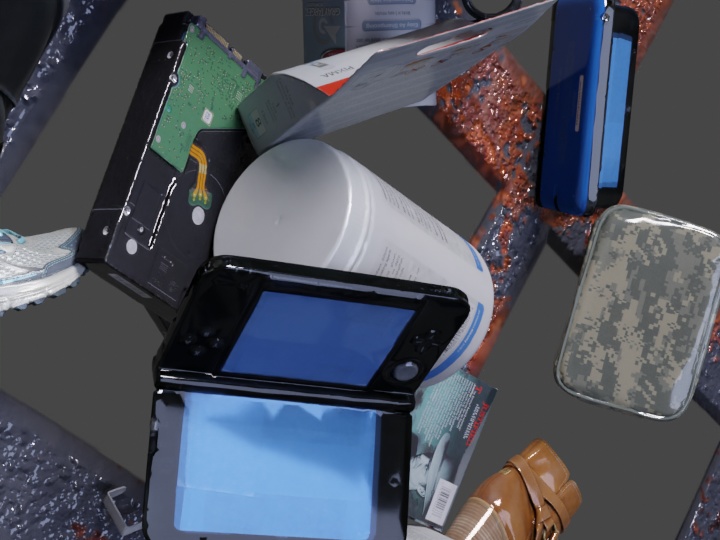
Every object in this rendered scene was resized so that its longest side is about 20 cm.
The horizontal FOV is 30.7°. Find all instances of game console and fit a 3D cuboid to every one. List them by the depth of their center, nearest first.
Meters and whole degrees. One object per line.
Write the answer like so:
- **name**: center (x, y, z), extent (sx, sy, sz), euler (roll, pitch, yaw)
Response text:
- **game console**: center (-0.033, 0.097, 0.880), extent (0.198, 0.117, 0.176), euler (8, 135, -26)
- **game console**: center (0.236, -0.155, 1.234), extent (0.117, 0.171, 0.202), euler (2, 97, -13)

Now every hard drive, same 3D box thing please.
- **hard drive**: center (-0.122, -0.067, 0.957), extent (0.140, 0.038, 0.202), euler (39, 61, -49)

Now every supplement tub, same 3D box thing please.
- **supplement tub**: center (0.000, 0.000, 0.982), extent (0.200, 0.131, 0.133), euler (32, 77, -46)

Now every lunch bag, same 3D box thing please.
- **lunch bag**: center (0.273, 0.041, 1.281), extent (0.168, 0.138, 0.202), euler (26, 79, -82)

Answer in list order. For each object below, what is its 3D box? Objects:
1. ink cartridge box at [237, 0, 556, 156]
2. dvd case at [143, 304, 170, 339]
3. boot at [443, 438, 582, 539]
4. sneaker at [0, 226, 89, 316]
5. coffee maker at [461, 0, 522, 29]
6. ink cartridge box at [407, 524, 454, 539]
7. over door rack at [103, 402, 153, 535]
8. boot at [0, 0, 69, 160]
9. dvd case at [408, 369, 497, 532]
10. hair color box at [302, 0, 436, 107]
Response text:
- **ink cartridge box**: center (0.021, -0.151, 0.920), extent (0.159, 0.200, 0.048), euler (-22, 86, -29)
- **dvd case**: center (-0.063, 0.023, 1.057), extent (0.200, 0.025, 0.151), euler (-41, 115, -25)
- **boot**: center (0.163, 0.279, 1.285), extent (0.155, 0.076, 0.201), euler (-42, 115, -31)
- **sneaker**: center (-0.267, -0.009, 0.859), extent (0.199, 0.077, 0.087), euler (-20, 103, -38)
- **coffee maker**: center (0.108, -0.264, 0.949), extent (0.134, 0.200, 0.194), euler (-19, 108, 7)
- **ink cartridge box**: center (-0.005, 0.298, 1.129), extent (0.199, 0.083, 0.147), euler (10, 92, -41)
- **over door rack**: center (-0.078, 0.150, 0.992), extent (0.198, 0.067, 0.148), euler (-2, 142, -33)
- **boot**: center (-0.240, -0.083, 0.777), extent (0.065, 0.165, 0.201), euler (21, 58, -8)
- **dvd case**: center (0.032, 0.138, 1.173), extent (0.199, 0.022, 0.147), euler (29, 79, -38)
- **hair color box**: center (0.007, -0.232, 1.057), extent (0.098, 0.060, 0.202), euler (-10, 104, -38)
